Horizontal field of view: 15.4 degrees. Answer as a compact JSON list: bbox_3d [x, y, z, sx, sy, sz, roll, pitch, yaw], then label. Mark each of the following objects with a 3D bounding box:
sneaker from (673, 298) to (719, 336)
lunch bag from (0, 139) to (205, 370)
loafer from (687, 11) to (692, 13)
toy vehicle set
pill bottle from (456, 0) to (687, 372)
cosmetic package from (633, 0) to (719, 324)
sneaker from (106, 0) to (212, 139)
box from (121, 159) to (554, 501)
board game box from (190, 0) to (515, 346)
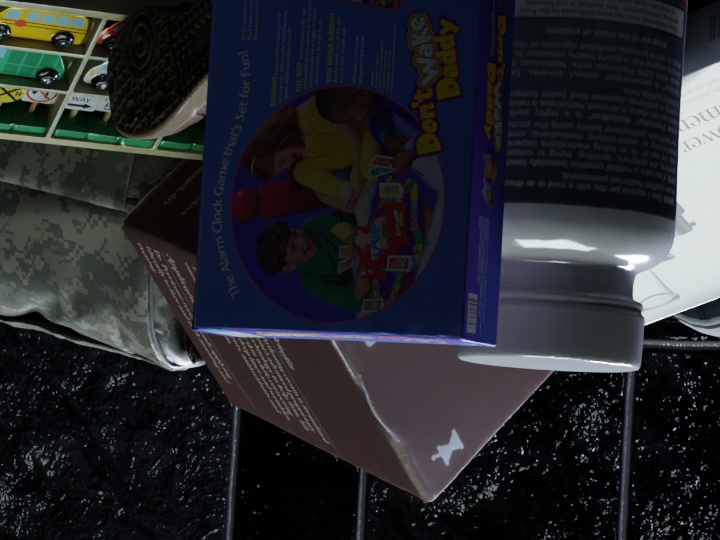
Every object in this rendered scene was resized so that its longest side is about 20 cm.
[{"bbox_3d":[0.192,-0.025,1.618,0.079,0.078,0.200,45,180,-25],"label":"sneaker"},{"bbox_3d":[-0.169,-0.033,1.702,0.199,0.169,0.139,14,-173,31],"label":"lunch bag"},{"bbox_3d":[0.148,-0.109,1.496,0.073,0.071,0.200,40,151,-18],"label":"loafer"},{"bbox_3d":[-0.128,-0.112,1.477,0.199,0.027,0.124,5,147,-21],"label":"toy vehicle set"},{"bbox_3d":[0.096,-0.055,1.290,0.119,0.202,0.120,3,174,0],"label":"pill bottle"},{"bbox_3d":[0.169,-0.053,1.405,0.199,0.052,0.151,-23,130,33],"label":"cosmetic package"},{"bbox_3d":[-0.061,-0.112,1.375,0.075,0.071,0.200,3,166,-32],"label":"sneaker"},{"bbox_3d":[0.000,0.000,1.584,0.199,0.164,0.166,23,150,46],"label":"box"},{"bbox_3d":[-0.002,-0.069,1.205,0.133,0.202,0.045,2,175,23],"label":"board game box"}]
